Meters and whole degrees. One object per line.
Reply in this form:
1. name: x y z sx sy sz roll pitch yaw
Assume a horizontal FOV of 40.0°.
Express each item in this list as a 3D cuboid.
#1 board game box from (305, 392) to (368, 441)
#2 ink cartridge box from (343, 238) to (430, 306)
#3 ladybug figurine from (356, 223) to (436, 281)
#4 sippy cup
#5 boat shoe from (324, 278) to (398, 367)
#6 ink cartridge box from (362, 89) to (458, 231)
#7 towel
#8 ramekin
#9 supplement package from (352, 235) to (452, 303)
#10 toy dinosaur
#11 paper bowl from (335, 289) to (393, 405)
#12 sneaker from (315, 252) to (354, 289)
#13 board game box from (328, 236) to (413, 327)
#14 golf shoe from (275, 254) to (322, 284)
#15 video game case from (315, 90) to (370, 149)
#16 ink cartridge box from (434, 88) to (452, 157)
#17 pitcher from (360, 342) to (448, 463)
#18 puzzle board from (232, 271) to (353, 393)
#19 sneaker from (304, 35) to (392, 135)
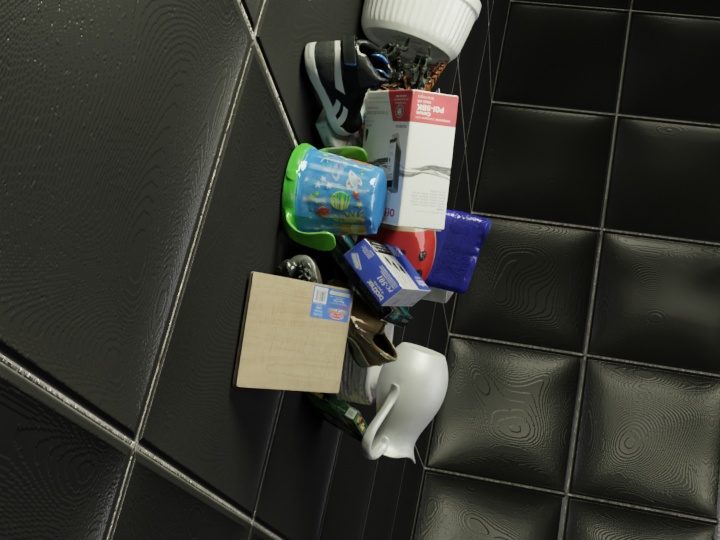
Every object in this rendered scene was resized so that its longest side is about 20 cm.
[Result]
1. board game box: -0.034 0.254 1.721 0.023 0.105 0.200 -54 161 -14
2. ink cartridge box: 0.043 0.006 1.490 0.044 0.094 0.200 -39 168 11
3. ladybug figurine: 0.060 -0.025 1.638 0.072 0.135 0.201 -99 -167 -64
4. sippy cup: -0.033 -0.107 1.425 0.140 0.130 0.179 44 56 -75
5. boat shoe: 0.007 0.080 1.534 0.200 0.076 0.072 57 39 -47
6. ink cartridge box: 0.067 -0.167 1.491 0.147 0.083 0.201 16 -79 61
7. towel: 0.110 -0.049 1.700 0.050 0.199 0.148 -101 -152 -64
8. ramekin: 0.095 -0.429 1.675 0.200 0.199 0.105 26 82 -77
9. supplement package: 0.078 -0.024 1.828 0.121 0.199 0.120 -40 137 -73
10. toy dinosaur: 0.069 -0.301 1.624 0.200 0.102 0.136 -62 157 -44
11. paper bowl: -0.009 0.133 1.755 0.201 0.104 0.202 8 90 -78
12. sneaker: -0.067 0.061 1.557 0.085 0.074 0.201 56 38 -50
13. board game box: 0.000 0.000 1.543 0.028 0.200 0.135 -40 164 8
14. golf shoe: -0.082 0.074 1.447 0.094 0.077 0.201 -42 140 -72
15. video game case: -0.006 -0.216 1.606 0.200 0.024 0.182 -69 144 -47
16. ink cartridge box: 0.095 -0.198 1.571 0.200 0.039 0.100 -36 -124 58
17. pitcher: 0.069 0.230 1.706 0.171 0.121 0.201 13 96 -65
18. puzzle board: -0.090 0.089 1.354 0.200 0.017 0.151 12 86 -49
19. sneaker: 0.000 -0.264 1.446 0.200 0.111 0.073 54 34 -61
